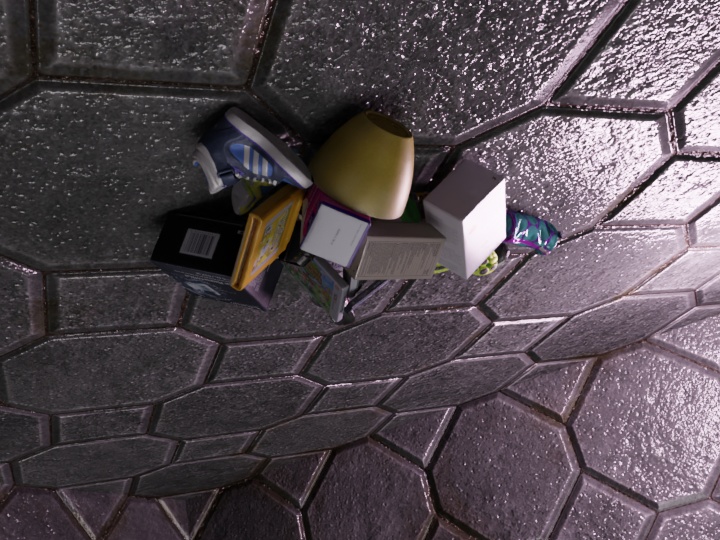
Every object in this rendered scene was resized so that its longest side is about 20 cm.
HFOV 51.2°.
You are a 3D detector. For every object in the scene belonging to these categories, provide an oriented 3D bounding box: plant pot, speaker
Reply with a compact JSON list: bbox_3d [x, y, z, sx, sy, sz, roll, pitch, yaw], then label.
[{"bbox_3d":[0.020,-0.209,1.386,0.199,0.200,0.142,7,123,-36],"label":"plant pot"},{"bbox_3d":[0.028,-0.094,1.641,0.199,0.089,0.088,-26,152,28],"label":"speaker"}]

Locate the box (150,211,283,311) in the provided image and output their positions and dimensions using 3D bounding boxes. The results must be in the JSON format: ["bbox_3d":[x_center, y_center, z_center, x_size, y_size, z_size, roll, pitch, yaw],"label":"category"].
[{"bbox_3d":[-0.295,-0.016,1.574,0.196,0.118,0.200,11,161,19],"label":"box"}]

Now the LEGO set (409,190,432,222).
[{"bbox_3d":[0.144,-0.094,1.727,0.153,0.116,0.200,-1,151,-26],"label":"LEGO set"}]

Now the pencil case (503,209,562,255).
[{"bbox_3d":[0.417,-0.094,1.899,0.199,0.093,0.085,11,145,-40],"label":"pencil case"}]

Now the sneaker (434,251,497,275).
[{"bbox_3d":[0.228,-0.033,1.772,0.199,0.084,0.074,2,108,-10],"label":"sneaker"}]

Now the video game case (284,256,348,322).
[{"bbox_3d":[-0.106,0.010,1.734,0.022,0.200,0.182,-36,162,-22],"label":"video game case"}]

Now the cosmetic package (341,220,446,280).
[{"bbox_3d":[0.067,-0.041,1.541,0.199,0.073,0.104,0,121,-35],"label":"cosmetic package"}]

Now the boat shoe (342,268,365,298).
[{"bbox_3d":[0.000,0.000,1.647,0.056,0.069,0.200,-5,151,-13],"label":"boat shoe"}]

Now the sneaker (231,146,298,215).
[{"bbox_3d":[-0.178,-0.172,1.454,0.105,0.076,0.200,1,150,-30],"label":"sneaker"}]

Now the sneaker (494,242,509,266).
[{"bbox_3d":[0.267,-0.057,1.838,0.199,0.075,0.085,10,162,38],"label":"sneaker"}]

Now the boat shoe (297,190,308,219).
[{"bbox_3d":[-0.039,-0.158,1.568,0.198,0.075,0.066,-12,126,-20],"label":"boat shoe"}]

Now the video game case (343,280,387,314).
[{"bbox_3d":[0.048,0.027,1.720,0.200,0.019,0.143,-37,176,-10],"label":"video game case"}]

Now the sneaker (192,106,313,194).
[{"bbox_3d":[-0.200,-0.177,1.334,0.200,0.081,0.146,39,108,-19],"label":"sneaker"}]

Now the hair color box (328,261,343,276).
[{"bbox_3d":[-0.035,-0.034,1.821,0.110,0.064,0.200,-19,155,6],"label":"hair color box"}]

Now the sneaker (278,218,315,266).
[{"bbox_3d":[-0.085,-0.057,1.608,0.199,0.107,0.075,4,167,34],"label":"sneaker"}]

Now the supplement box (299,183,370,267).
[{"bbox_3d":[-0.048,-0.110,1.418,0.103,0.200,0.101,22,116,-13],"label":"supplement box"}]

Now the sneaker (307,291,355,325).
[{"bbox_3d":[-0.084,0.058,1.971,0.080,0.087,0.200,-20,132,9],"label":"sneaker"}]

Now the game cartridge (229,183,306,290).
[{"bbox_3d":[-0.173,-0.075,1.457,0.200,0.032,0.177,-47,163,-53],"label":"game cartridge"}]

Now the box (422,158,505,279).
[{"bbox_3d":[0.230,-0.110,1.633,0.152,0.106,0.200,-43,146,-22],"label":"box"}]
